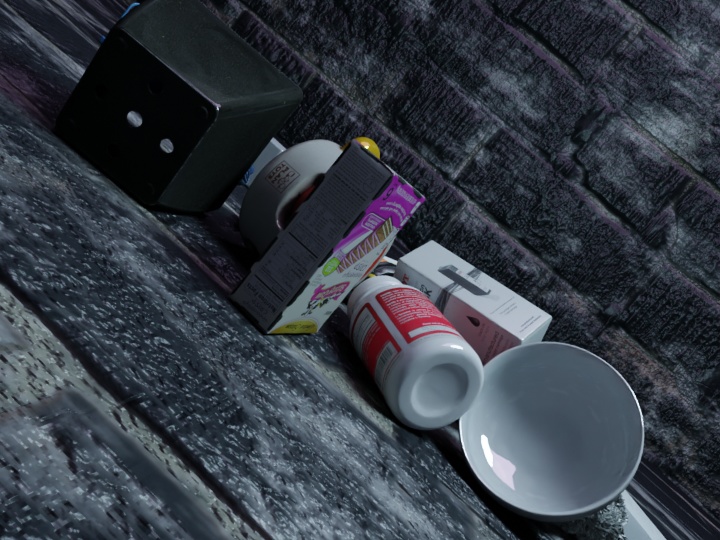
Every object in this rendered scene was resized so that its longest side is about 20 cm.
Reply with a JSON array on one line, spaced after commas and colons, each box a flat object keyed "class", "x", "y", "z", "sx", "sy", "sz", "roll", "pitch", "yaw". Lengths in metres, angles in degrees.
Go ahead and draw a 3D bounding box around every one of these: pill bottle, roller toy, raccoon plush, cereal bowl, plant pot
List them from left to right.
[{"class": "plant pot", "x": -0.216, "y": -0.180, "z": 0.790, "sx": 0.200, "sy": 0.200, "sz": 0.177, "roll": 40, "pitch": 21, "yaw": -6}, {"class": "roller toy", "x": -0.054, "y": -0.067, "z": 0.890, "sx": 0.182, "sy": 0.200, "sz": 0.140, "roll": -18, "pitch": 51, "yaw": -42}, {"class": "pill bottle", "x": 0.053, "y": 0.086, "z": 0.825, "sx": 0.112, "sy": 0.112, "sz": 0.200, "roll": 36, "pitch": 9, "yaw": -31}, {"class": "cereal bowl", "x": 0.213, "y": 0.187, "z": 0.792, "sx": 0.200, "sy": 0.200, "sz": 0.083, "roll": 45, "pitch": -13, "yaw": 32}, {"class": "raccoon plush", "x": 0.288, "y": 0.307, "z": 0.837, "sx": 0.200, "sy": 0.097, "sz": 0.134, "roll": 43, "pitch": 16, "yaw": 14}]

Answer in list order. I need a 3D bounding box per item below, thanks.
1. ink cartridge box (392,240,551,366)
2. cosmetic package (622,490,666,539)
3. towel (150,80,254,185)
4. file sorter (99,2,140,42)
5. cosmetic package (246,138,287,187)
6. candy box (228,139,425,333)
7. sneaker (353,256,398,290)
[{"class": "ink cartridge box", "x": 0.130, "y": 0.075, "z": 0.935, "sx": 0.200, "sy": 0.144, "sz": 0.084, "roll": 35, "pitch": 40, "yaw": 27}, {"class": "cosmetic package", "x": 0.382, "y": 0.361, "z": 1.025, "sx": 0.200, "sy": 0.052, "sz": 0.151, "roll": 52, "pitch": 9, "yaw": 17}, {"class": "towel", "x": -0.219, "y": -0.201, "z": 0.942, "sx": 0.111, "sy": 0.049, "sz": 0.200, "roll": 4, "pitch": -43, "yaw": 18}, {"class": "file sorter", "x": -0.446, "y": -0.474, "z": 1.537, "sx": 0.200, "sy": 0.123, "sz": 0.139, "roll": 45, "pitch": 9, "yaw": 29}, {"class": "cosmetic package", "x": -0.225, "y": -0.242, "z": 1.387, "sx": 0.200, "sy": 0.102, "sz": 0.074, "roll": 45, "pitch": 10, "yaw": 26}, {"class": "candy box", "x": -0.029, "y": -0.026, "z": 0.727, "sx": 0.061, "sy": 0.200, "sz": 0.136, "roll": 42, "pitch": 9, "yaw": 16}, {"class": "sneaker", "x": 0.000, "y": 0.000, "z": 1.077, "sx": 0.200, "sy": 0.070, "sz": 0.090, "roll": 21, "pitch": 12, "yaw": -7}]
